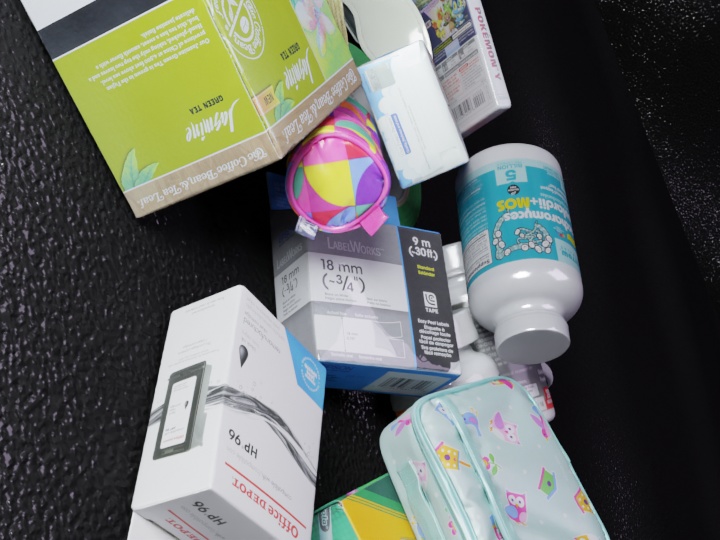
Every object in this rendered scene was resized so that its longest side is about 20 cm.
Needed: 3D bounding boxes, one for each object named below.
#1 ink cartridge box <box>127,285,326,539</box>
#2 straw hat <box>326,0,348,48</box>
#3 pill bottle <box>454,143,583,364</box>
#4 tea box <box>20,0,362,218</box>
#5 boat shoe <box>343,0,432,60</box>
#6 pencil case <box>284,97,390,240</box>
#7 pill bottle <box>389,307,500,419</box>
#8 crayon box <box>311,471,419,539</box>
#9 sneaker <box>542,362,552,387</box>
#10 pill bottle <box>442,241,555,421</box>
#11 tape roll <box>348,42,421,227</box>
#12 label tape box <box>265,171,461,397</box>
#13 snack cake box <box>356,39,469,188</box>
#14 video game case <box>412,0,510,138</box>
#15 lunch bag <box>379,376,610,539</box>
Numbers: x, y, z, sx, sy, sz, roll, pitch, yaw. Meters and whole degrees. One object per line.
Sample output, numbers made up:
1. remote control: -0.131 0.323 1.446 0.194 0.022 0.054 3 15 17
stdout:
1. ink cartridge box: -0.085 0.128 0.743 0.116 0.067 0.201 48 34 -40
2. straw hat: -0.073 -0.246 0.946 0.201 0.084 0.203 167 -90 -83
3. pill bottle: 0.154 -0.014 1.063 0.111 0.110 0.202 39 39 -49
4. tea box: -0.118 -0.177 0.812 0.198 0.133 0.200 64 26 -16
5. boat shoe: 0.017 -0.279 1.195 0.201 0.073 0.062 53 7 14
6. pencil case: -0.020 -0.089 0.901 0.089 0.088 0.200 62 8 -18
7. pill bottle: 0.092 0.145 1.045 0.109 0.109 0.202 -19 90 -65
8. crayon box: 0.033 0.266 0.855 0.201 0.058 0.119 62 24 10
9. sneaker: 0.174 0.059 1.333 0.200 0.072 0.113 54 26 -49
10. pill bottle: 0.124 0.073 1.156 0.114 0.113 0.202 0 74 -64
11. tape roll: -0.005 -0.128 1.112 0.200 0.048 0.202 44 35 -44
12. label tape box: 0.000 0.000 0.946 0.143 0.063 0.202 8 62 -31
13. snack cake box: 0.054 -0.147 1.049 0.200 0.067 0.116 -48 116 -81
14. video game case: 0.075 -0.223 1.190 0.023 0.200 0.184 -10 80 -31
15. lunch bag: 0.110 0.191 0.893 0.159 0.077 0.201 -5 61 -45
